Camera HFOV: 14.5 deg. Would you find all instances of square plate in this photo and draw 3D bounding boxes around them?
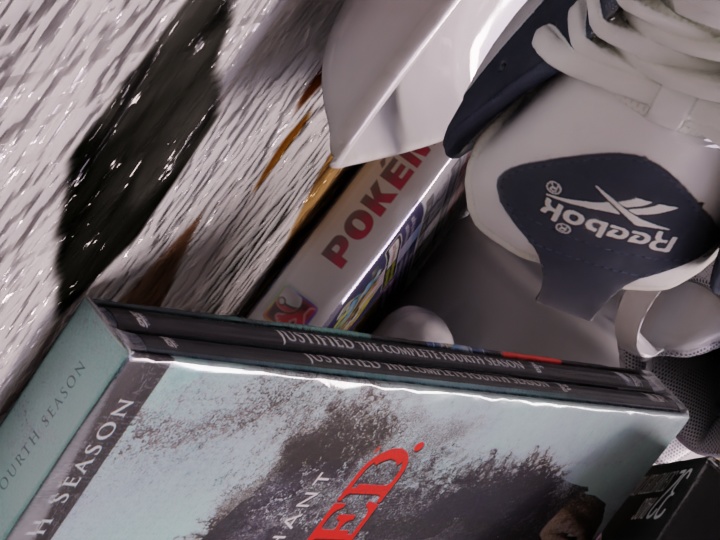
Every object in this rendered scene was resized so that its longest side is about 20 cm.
[{"bbox_3d":[0.060,-0.113,0.618,0.200,0.028,0.198,-54,175,10],"label":"square plate"}]

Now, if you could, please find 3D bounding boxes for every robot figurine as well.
[{"bbox_3d":[0.044,0.062,0.919,0.170,0.113,0.200,27,103,-45],"label":"robot figurine"}]

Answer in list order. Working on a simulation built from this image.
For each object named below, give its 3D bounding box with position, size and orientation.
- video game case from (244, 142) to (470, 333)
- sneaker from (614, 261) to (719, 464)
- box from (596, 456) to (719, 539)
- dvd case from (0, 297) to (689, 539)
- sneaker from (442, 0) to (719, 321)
[{"bbox_3d":[0.000,0.000,0.872,0.182,0.023,0.200,-53,176,-8],"label":"video game case"},{"bbox_3d":[0.142,0.024,0.861,0.075,0.200,0.115,0,-124,44],"label":"sneaker"},{"bbox_3d":[0.079,0.144,0.757,0.149,0.124,0.200,-55,-177,-9],"label":"box"},{"bbox_3d":[-0.025,0.075,0.639,0.200,0.022,0.146,11,121,-50],"label":"dvd case"},{"bbox_3d":[0.068,-0.040,0.563,0.199,0.079,0.130,-74,-170,-75],"label":"sneaker"}]
